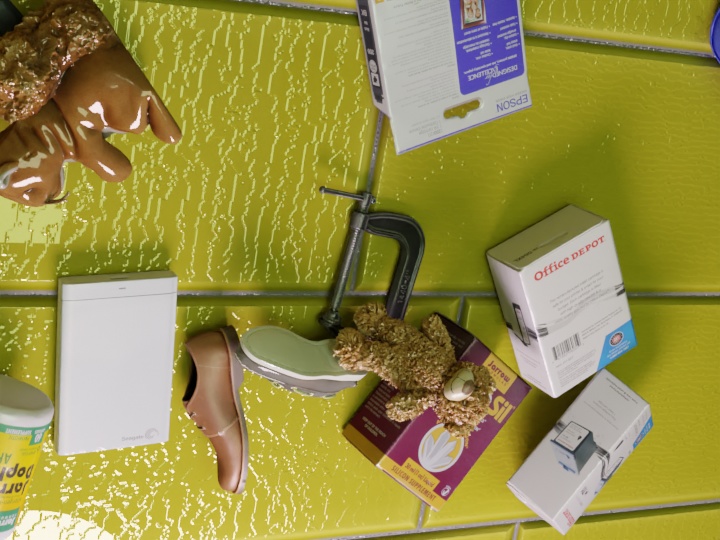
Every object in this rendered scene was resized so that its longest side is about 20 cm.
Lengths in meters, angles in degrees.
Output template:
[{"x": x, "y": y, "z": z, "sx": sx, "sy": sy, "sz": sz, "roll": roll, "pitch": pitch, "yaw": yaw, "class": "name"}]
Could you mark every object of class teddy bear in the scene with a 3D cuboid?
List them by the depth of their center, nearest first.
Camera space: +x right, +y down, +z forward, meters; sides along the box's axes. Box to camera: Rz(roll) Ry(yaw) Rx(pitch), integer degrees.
[{"x": 0.065, "y": 0.109, "z": 1.590, "sx": 0.145, "sy": 0.200, "sz": 0.067, "roll": -28, "pitch": 153, "yaw": -38, "class": "teddy bear"}]

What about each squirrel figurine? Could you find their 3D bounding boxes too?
[{"x": -0.303, "y": -0.161, "z": 1.323, "sx": 0.186, "sy": 0.142, "sz": 0.200, "roll": -34, "pitch": 134, "yaw": -4, "class": "squirrel figurine"}]

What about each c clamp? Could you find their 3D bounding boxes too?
[{"x": 0.000, "y": 0.000, "z": 1.632, "sx": 0.170, "sy": 0.027, "sz": 0.202, "roll": 2, "pitch": 106, "yaw": -36, "class": "c clamp"}]

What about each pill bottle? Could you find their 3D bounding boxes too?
[{"x": -0.404, "y": 0.217, "z": 1.427, "sx": 0.112, "sy": 0.113, "sz": 0.201, "roll": 15, "pitch": 100, "yaw": -33, "class": "pill bottle"}]

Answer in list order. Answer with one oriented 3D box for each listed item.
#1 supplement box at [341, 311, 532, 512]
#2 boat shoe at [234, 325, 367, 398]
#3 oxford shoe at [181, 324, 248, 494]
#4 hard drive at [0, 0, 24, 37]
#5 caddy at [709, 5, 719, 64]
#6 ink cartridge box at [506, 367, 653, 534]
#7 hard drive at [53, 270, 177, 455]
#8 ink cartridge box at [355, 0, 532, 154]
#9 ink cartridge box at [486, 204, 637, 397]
[{"x": 0.096, "y": 0.177, "z": 1.703, "sx": 0.131, "sy": 0.103, "sz": 0.200, "roll": 40, "pitch": 86, "yaw": -33, "class": "supplement box"}, {"x": -0.075, "y": 0.112, "z": 1.580, "sx": 0.060, "sy": 0.072, "sz": 0.201, "roll": -43, "pitch": 147, "yaw": 26, "class": "boat shoe"}, {"x": -0.170, "y": 0.166, "z": 1.572, "sx": 0.071, "sy": 0.071, "sz": 0.202, "roll": -11, "pitch": 102, "yaw": -21, "class": "oxford shoe"}, {"x": -0.415, "y": -0.245, "z": 1.294, "sx": 0.140, "sy": 0.033, "sz": 0.200, "roll": -43, "pitch": 124, "yaw": -9, "class": "hard drive"}, {"x": 0.547, "y": -0.293, "z": 1.786, "sx": 0.141, "sy": 0.105, "sz": 0.200, "roll": -34, "pitch": 125, "yaw": 12, "class": "caddy"}, {"x": 0.297, "y": 0.244, "z": 1.820, "sx": 0.200, "sy": 0.086, "sz": 0.146, "roll": -51, "pitch": 158, "yaw": -5, "class": "ink cartridge box"}, {"x": -0.273, "y": 0.103, "z": 1.511, "sx": 0.131, "sy": 0.027, "sz": 0.202, "roll": -4, "pitch": 111, "yaw": -28, "class": "hard drive"}, {"x": 0.100, "y": -0.259, "z": 1.576, "sx": 0.197, "sy": 0.043, "sz": 0.201, "roll": -21, "pitch": 115, "yaw": -22, "class": "ink cartridge box"}, {"x": 0.262, "y": 0.037, "z": 1.756, "sx": 0.145, "sy": 0.084, "sz": 0.201, "roll": -28, "pitch": 119, "yaw": -18, "class": "ink cartridge box"}]
